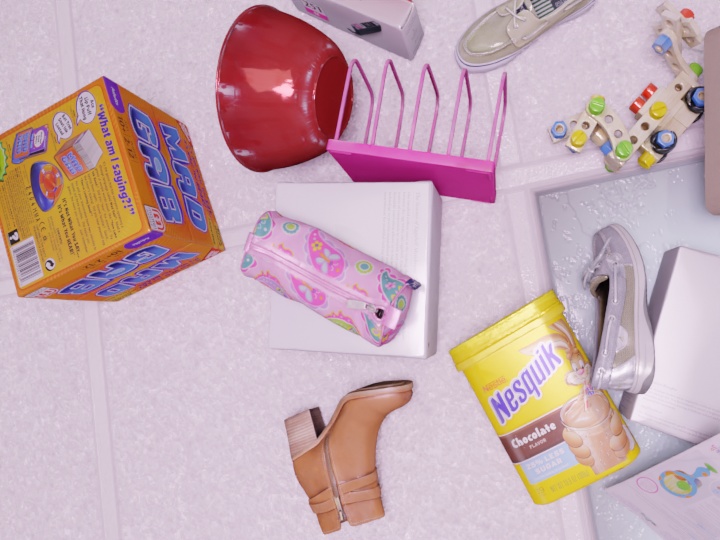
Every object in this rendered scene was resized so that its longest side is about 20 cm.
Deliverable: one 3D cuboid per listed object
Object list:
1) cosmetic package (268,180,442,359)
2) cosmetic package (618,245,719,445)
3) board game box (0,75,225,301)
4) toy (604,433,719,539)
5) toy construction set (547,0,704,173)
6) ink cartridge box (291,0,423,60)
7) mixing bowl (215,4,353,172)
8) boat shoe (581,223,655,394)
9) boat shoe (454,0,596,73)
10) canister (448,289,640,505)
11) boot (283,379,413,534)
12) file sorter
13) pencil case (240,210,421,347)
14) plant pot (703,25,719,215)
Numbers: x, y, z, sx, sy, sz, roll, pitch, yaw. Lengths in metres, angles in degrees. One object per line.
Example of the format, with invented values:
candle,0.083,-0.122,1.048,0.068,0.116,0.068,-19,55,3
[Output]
cosmetic package,0.000,0.000,0.778,0.194,0.123,0.206,2,87,16
cosmetic package,0.377,0.086,0.697,0.110,0.081,0.206,18,89,15
board game box,-0.335,-0.092,0.831,0.195,0.200,0.205,-22,81,11
toy,0.371,0.227,0.657,0.114,0.201,0.047,38,53,7
toy construction set,0.331,-0.201,0.730,0.131,0.092,0.202,42,107,14
ink cartridge box,-0.022,-0.356,0.783,0.197,0.173,0.044,29,93,15
mixing bowl,-0.076,-0.216,0.765,0.106,0.199,0.206,13,89,25
boat shoe,0.282,0.037,0.697,0.063,0.075,0.207,2,62,6
boat shoe,0.206,-0.323,0.779,0.196,0.062,0.073,-29,79,12
canister,0.215,0.148,0.728,0.147,0.086,0.204,-32,81,16
boot,0.001,0.235,0.782,0.196,0.076,0.159,-24,79,14
file sorter,0.079,-0.175,0.765,0.194,0.139,0.129,11,85,15
pencil case,-0.035,0.008,0.681,0.196,0.087,0.089,27,93,16
plant pot,0.482,-0.164,0.604,0.193,0.177,0.207,3,86,-9
